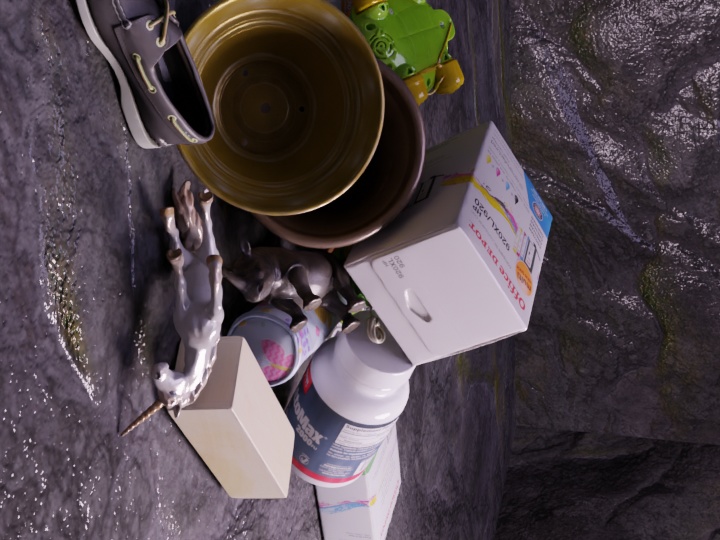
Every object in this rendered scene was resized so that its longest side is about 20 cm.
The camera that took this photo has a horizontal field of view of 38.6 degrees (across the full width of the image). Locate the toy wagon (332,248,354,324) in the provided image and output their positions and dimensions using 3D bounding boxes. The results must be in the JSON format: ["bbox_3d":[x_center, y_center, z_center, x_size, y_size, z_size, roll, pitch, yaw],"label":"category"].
[{"bbox_3d":[-0.001,-0.006,1.266,0.039,0.199,0.156,34,41,-26],"label":"toy wagon"}]

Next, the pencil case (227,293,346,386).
[{"bbox_3d":[-0.076,0.054,1.126,0.084,0.090,0.200,67,20,-10],"label":"pencil case"}]

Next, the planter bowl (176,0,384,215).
[{"bbox_3d":[-0.083,-0.154,0.955,0.083,0.198,0.203,-162,-106,-75],"label":"planter bowl"}]

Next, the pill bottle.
[{"bbox_3d":[-0.012,0.144,1.172,0.201,0.118,0.120,-62,-177,39],"label":"pill bottle"}]

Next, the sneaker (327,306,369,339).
[{"bbox_3d":[-0.006,0.002,1.392,0.080,0.083,0.202,21,86,-31],"label":"sneaker"}]

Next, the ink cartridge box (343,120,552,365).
[{"bbox_3d":[0.101,-0.029,1.107,0.148,0.144,0.201,53,36,-23],"label":"ink cartridge box"}]

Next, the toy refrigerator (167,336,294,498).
[{"bbox_3d":[-0.124,0.148,1.005,0.201,0.069,0.077,72,19,-54],"label":"toy refrigerator"}]

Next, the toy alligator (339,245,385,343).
[{"bbox_3d":[0.000,0.000,1.145,0.059,0.054,0.202,39,41,-40],"label":"toy alligator"}]

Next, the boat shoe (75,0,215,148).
[{"bbox_3d":[-0.164,-0.179,0.795,0.202,0.060,0.072,76,23,-48],"label":"boat shoe"}]

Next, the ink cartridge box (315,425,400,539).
[{"bbox_3d":[-0.004,0.271,1.432,0.146,0.086,0.202,-65,152,-53],"label":"ink cartridge box"}]

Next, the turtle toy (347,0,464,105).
[{"bbox_3d":[0.044,-0.253,1.156,0.199,0.100,0.147,-29,97,-48],"label":"turtle toy"}]

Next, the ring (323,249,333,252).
[{"bbox_3d":[-0.010,-0.085,1.291,0.202,0.019,0.200,-57,-175,7],"label":"ring"}]

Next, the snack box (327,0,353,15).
[{"bbox_3d":[-0.030,-0.305,1.180,0.199,0.052,0.144,-5,100,-57],"label":"snack box"}]

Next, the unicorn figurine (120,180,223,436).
[{"bbox_3d":[-0.145,0.025,0.876,0.201,0.073,0.139,-78,174,-49],"label":"unicorn figurine"}]

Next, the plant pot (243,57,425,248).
[{"bbox_3d":[-0.036,-0.125,1.093,0.175,0.197,0.203,-133,-134,-87],"label":"plant pot"}]

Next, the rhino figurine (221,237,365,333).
[{"bbox_3d":[-0.072,0.012,1.015,0.199,0.060,0.088,9,41,-55],"label":"rhino figurine"}]
